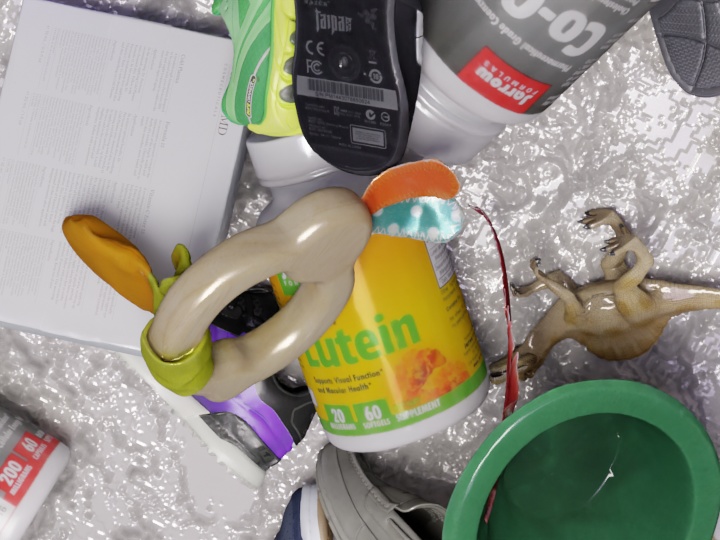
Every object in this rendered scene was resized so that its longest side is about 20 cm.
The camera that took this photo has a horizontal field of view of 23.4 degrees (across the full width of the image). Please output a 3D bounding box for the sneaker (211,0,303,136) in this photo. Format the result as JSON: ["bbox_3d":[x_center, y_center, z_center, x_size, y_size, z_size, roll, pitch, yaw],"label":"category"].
[{"bbox_3d":[-0.050,-0.177,1.019,0.083,0.074,0.201,-3,73,35],"label":"sneaker"}]

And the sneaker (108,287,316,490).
[{"bbox_3d":[-0.103,0.037,1.125,0.099,0.070,0.200,-43,94,1],"label":"sneaker"}]

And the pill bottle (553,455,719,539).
[{"bbox_3d":[0.139,0.174,1.115,0.199,0.111,0.111,-29,102,13],"label":"pill bottle"}]

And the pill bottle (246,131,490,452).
[{"bbox_3d":[0.000,0.000,1.075,0.111,0.111,0.201,-17,104,10],"label":"pill bottle"}]

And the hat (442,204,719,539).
[{"bbox_3d":[0.114,0.104,1.063,0.165,0.176,0.201,23,103,-21],"label":"hat"}]

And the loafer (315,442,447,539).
[{"bbox_3d":[0.027,0.170,1.091,0.070,0.200,0.070,-36,131,3],"label":"loafer"}]

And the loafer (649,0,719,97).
[{"bbox_3d":[0.197,-0.205,1.031,0.072,0.063,0.201,-4,104,38],"label":"loafer"}]

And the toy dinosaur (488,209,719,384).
[{"bbox_3d":[0.170,0.015,1.104,0.199,0.058,0.101,-14,120,17],"label":"toy dinosaur"}]

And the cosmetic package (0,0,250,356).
[{"bbox_3d":[-0.152,-0.054,1.068,0.150,0.052,0.201,12,84,4],"label":"cosmetic package"}]

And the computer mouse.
[{"bbox_3d":[0.024,-0.146,0.926,0.140,0.046,0.201,6,119,28],"label":"computer mouse"}]

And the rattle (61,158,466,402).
[{"bbox_3d":[-0.053,-0.029,0.994,0.200,0.143,0.130,-45,134,12],"label":"rattle"}]

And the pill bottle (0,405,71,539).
[{"bbox_3d":[-0.301,0.114,1.137,0.200,0.114,0.114,32,107,-5],"label":"pill bottle"}]

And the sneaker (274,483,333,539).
[{"bbox_3d":[-0.075,0.234,1.176,0.108,0.070,0.201,5,110,2],"label":"sneaker"}]

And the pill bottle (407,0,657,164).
[{"bbox_3d":[0.092,-0.157,0.991,0.114,0.114,0.200,41,123,-7],"label":"pill bottle"}]
